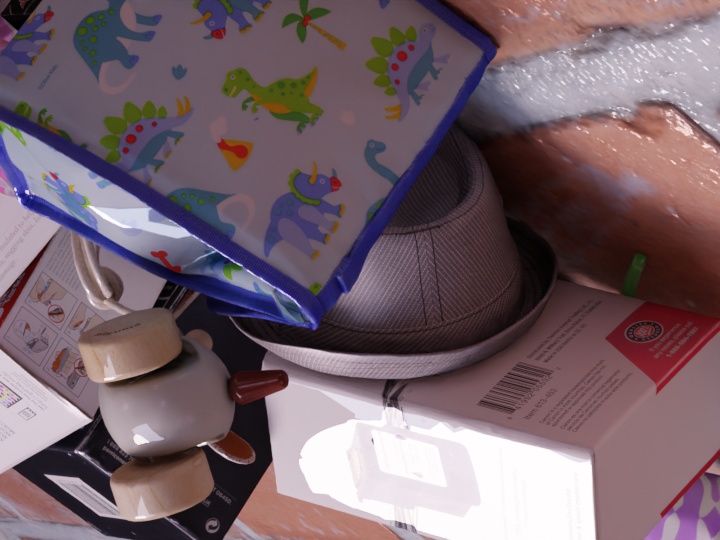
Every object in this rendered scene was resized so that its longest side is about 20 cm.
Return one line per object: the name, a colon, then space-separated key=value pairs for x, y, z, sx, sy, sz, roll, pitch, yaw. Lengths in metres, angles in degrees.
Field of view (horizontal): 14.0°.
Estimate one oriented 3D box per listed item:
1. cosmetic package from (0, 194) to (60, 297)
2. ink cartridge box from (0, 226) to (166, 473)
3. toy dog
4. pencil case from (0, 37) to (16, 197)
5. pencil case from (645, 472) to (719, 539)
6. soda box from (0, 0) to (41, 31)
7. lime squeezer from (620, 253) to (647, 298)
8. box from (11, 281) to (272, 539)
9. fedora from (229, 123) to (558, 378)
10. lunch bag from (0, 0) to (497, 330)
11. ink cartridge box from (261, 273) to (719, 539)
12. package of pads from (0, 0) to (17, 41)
cosmetic package: x=-0.230 y=-0.061 z=1.802 sx=0.081 sy=0.113 sz=0.200 roll=39 pitch=-171 yaw=-18
ink cartridge box: x=-0.202 y=0.023 z=1.853 sx=0.084 sy=0.201 sz=0.175 roll=39 pitch=141 yaw=-17
toy dog: x=-0.085 y=0.049 z=1.477 sx=0.200 sy=0.096 sz=0.133 roll=-103 pitch=1 yaw=-59
pencil case: x=-0.180 y=-0.080 z=1.581 sx=0.199 sy=0.088 sz=0.088 roll=26 pitch=162 yaw=16
pencil case: x=0.149 y=0.148 z=1.688 sx=0.199 sy=0.086 sz=0.084 roll=10 pitch=169 yaw=-8
soda box: x=-0.100 y=-0.102 z=1.629 sx=0.200 sy=0.064 sz=0.071 roll=43 pitch=161 yaw=-27
lime squeezer: x=0.163 y=0.054 z=1.596 sx=0.070 sy=0.038 sz=0.200 roll=23 pitch=158 yaw=45
box: x=-0.120 y=0.066 z=1.905 sx=0.123 sy=0.199 sz=0.200 roll=38 pitch=164 yaw=-20
fedora: x=0.012 y=-0.026 z=1.517 sx=0.200 sy=0.176 sz=0.091 roll=-110 pitch=13 yaw=-62
lunch bag: x=-0.057 y=-0.079 z=1.413 sx=0.199 sy=0.171 sz=0.128 roll=25 pitch=160 yaw=25
ink cartridge box: x=0.070 y=0.070 z=1.518 sx=0.199 sy=0.145 sz=0.085 roll=14 pitch=124 yaw=31
package of pads: x=-0.253 y=-0.173 z=1.709 sx=0.199 sy=0.076 sz=0.121 roll=24 pitch=160 yaw=33
